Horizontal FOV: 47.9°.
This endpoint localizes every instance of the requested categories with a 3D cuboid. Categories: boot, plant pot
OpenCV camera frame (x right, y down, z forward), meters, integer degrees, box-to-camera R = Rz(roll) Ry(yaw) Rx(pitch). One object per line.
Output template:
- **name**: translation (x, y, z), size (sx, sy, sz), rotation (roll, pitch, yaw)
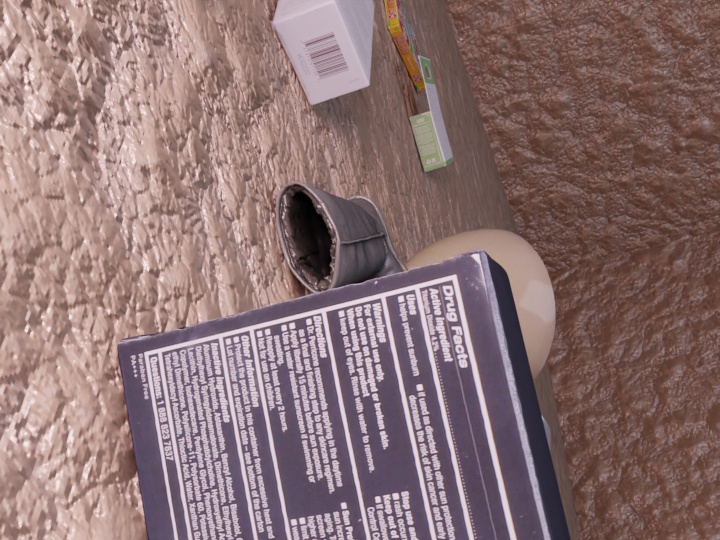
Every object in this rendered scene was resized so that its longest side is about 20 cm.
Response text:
- **boot**: translation (-0.001, 0.002, 0.759), size (0.183, 0.072, 0.200), rotation (62, 9, 1)
- **plant pot**: translation (0.103, 0.048, 0.928), size (0.134, 0.200, 0.202), rotation (4, 68, -35)

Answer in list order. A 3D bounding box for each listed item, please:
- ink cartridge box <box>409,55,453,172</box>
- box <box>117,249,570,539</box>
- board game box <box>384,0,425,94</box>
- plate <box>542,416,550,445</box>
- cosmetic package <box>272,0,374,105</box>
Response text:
- **ink cartridge box**: translation (0.124, -0.290, 1.507), size (0.146, 0.048, 0.202), rotation (-41, 116, -73)
- **box**: translation (0.001, 0.113, 0.430), size (0.123, 0.197, 0.202), rotation (15, 63, -72)
- **board game box**: translation (0.090, -0.437, 1.565), size (0.200, 0.030, 0.096), rotation (56, 25, -57)
- **plate**: translation (0.312, 0.273, 1.570), size (0.201, 0.032, 0.199), rotation (54, 15, 3)
- **cosmetic package**: translation (-0.035, -0.282, 0.891), size (0.201, 0.071, 0.102), rotation (-86, 156, -49)
